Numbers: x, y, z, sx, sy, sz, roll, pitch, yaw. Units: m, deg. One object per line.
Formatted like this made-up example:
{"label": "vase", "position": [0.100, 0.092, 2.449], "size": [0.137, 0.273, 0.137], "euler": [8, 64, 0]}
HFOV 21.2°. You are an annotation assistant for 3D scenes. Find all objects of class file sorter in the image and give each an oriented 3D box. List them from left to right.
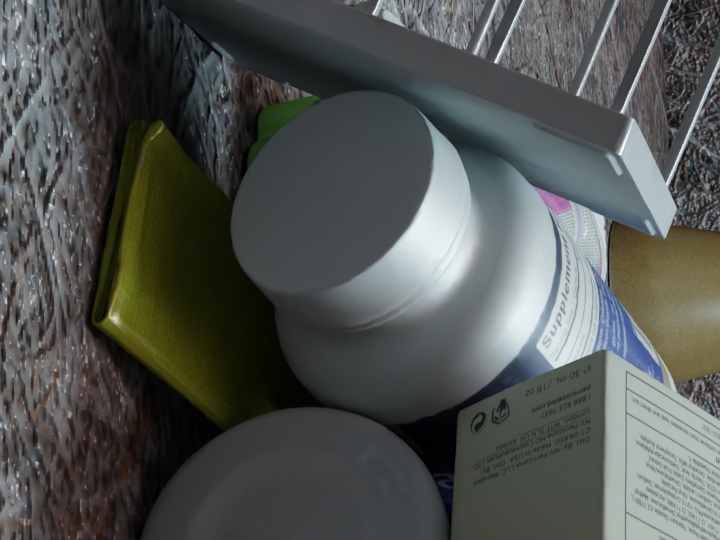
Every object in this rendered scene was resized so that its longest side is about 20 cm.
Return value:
{"label": "file sorter", "position": [0.038, -0.117, 0.704], "size": [0.126, 0.199, 0.139], "euler": [-65, 162, -3]}

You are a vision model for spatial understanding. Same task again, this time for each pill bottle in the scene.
{"label": "pill bottle", "position": [-0.002, 0.149, 0.721], "size": [0.201, 0.110, 0.112], "euler": [69, 22, -51]}
{"label": "pill bottle", "position": [0.037, 0.023, 0.725], "size": [0.200, 0.110, 0.112], "euler": [47, 39, -46]}

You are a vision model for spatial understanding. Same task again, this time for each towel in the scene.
{"label": "towel", "position": [-0.033, 0.031, 0.726], "size": [0.200, 0.018, 0.087], "euler": [46, 40, -47]}

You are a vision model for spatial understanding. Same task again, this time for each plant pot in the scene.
{"label": "plant pot", "position": [0.379, 0.034, 2.081], "size": [0.186, 0.198, 0.189], "euler": [-3, 90, -77]}

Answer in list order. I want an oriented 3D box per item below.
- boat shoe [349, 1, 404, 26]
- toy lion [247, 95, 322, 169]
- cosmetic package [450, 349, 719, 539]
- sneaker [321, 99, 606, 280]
{"label": "boat shoe", "position": [0.035, -0.089, 1.017], "size": [0.200, 0.068, 0.076], "euler": [45, 43, -69]}
{"label": "toy lion", "position": [0.000, 0.000, 0.894], "size": [0.201, 0.068, 0.193], "euler": [-71, 146, -57]}
{"label": "cosmetic package", "position": [0.083, 0.140, 0.617], "size": [0.105, 0.071, 0.202], "euler": [33, 48, -32]}
{"label": "sneaker", "position": [0.050, -0.015, 0.863], "size": [0.200, 0.081, 0.089], "euler": [33, 45, -48]}
